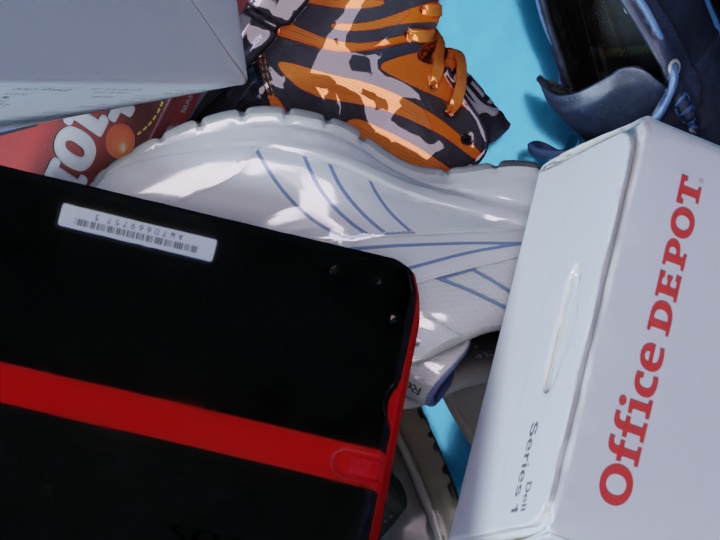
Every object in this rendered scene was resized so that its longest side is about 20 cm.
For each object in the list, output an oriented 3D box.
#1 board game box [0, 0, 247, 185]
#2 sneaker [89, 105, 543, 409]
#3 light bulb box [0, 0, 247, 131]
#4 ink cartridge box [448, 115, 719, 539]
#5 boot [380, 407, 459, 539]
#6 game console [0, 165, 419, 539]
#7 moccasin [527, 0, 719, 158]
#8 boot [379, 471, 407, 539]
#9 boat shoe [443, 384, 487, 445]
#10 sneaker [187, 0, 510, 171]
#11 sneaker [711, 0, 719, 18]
[{"bbox_3d":[-0.093,-0.100,1.054,0.103,0.019,0.201,33,103,26],"label":"board game box"},{"bbox_3d":[0.000,0.000,1.013,0.199,0.075,0.087,8,60,-5],"label":"sneaker"},{"bbox_3d":[-0.177,-0.106,0.973,0.199,0.198,0.125,-8,88,29],"label":"light bulb box"},{"bbox_3d":[0.144,0.053,0.984,0.199,0.084,0.147,21,74,-19],"label":"ink cartridge box"},{"bbox_3d":[-0.068,0.093,1.066,0.199,0.073,0.182,-23,74,-6],"label":"boot"},{"bbox_3d":[-0.088,0.054,0.937,0.199,0.031,0.177,13,58,-4],"label":"game console"},{"bbox_3d":[0.090,-0.072,1.050,0.068,0.080,0.201,-29,102,-39],"label":"moccasin"},{"bbox_3d":[-0.094,0.077,1.009,0.200,0.068,0.131,36,97,4],"label":"boot"},{"bbox_3d":[0.115,0.070,1.081,0.200,0.073,0.062,36,47,7],"label":"boat shoe"},{"bbox_3d":[0.023,-0.104,1.071,0.112,0.078,0.200,37,101,-4],"label":"sneaker"},{"bbox_3d":[0.160,-0.137,1.065,0.083,0.072,0.200,-30,90,-2],"label":"sneaker"}]
